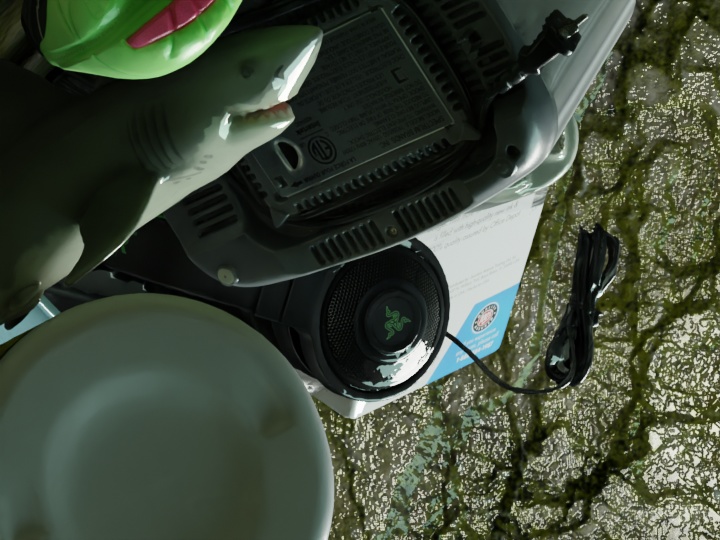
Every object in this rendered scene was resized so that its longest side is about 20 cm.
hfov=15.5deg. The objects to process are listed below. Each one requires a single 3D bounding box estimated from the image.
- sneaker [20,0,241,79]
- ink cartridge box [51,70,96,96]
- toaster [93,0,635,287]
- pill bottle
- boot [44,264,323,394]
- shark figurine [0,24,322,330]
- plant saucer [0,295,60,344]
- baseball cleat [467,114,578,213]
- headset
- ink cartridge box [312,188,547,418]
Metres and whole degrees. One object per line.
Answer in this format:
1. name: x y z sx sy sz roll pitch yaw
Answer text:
1. sneaker: -0.041 -0.136 0.845 0.200 0.077 0.084 -46 -162 -28
2. ink cartridge box: -0.083 -0.046 1.237 0.200 0.146 0.084 -48 -176 -16
3. toaster: 0.012 -0.085 0.929 0.200 0.114 0.129 -24 -162 37
4. pill bottle: -0.087 0.073 0.854 0.114 0.114 0.200 -48 -172 -16
5. boot: -0.131 0.039 1.129 0.158 0.211 0.080 -51 -152 30
6. shark figurine: -0.123 -0.024 0.853 0.214 0.090 0.128 -36 -177 -20
7. plant saucer: -0.142 0.030 1.019 0.070 0.019 0.200 -19 150 11
8. baseball cleat: -0.015 -0.057 1.076 0.106 0.199 0.070 162 -69 -85
9. headset: 0.000 0.000 1.034 0.123 0.199 0.094 -158 -94 -79
10. ink cartridge box: 0.029 -0.046 1.174 0.116 0.067 0.201 -22 136 -47
